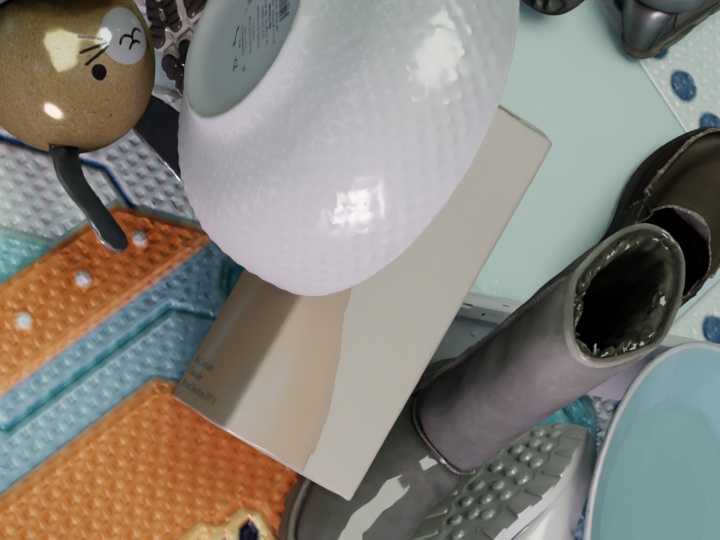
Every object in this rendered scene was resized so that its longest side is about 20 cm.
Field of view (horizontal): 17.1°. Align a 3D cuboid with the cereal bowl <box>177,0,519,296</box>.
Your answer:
[{"bbox_3d":[-0.022,-0.095,1.097,0.083,0.200,0.201,25,60,-30],"label":"cereal bowl"}]

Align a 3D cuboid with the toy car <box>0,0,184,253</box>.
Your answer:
[{"bbox_3d":[-0.132,-0.114,1.145,0.164,0.157,0.201,-40,111,-50],"label":"toy car"}]

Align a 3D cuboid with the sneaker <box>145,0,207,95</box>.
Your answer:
[{"bbox_3d":[-0.039,-0.102,1.255,0.200,0.077,0.085,57,33,-9],"label":"sneaker"}]

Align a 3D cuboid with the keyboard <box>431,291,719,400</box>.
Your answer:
[{"bbox_3d":[0.113,0.045,1.296,0.199,0.056,0.011,12,48,-27],"label":"keyboard"}]

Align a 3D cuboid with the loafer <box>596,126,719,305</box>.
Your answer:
[{"bbox_3d":[0.181,-0.015,1.360,0.073,0.071,0.200,47,54,-11],"label":"loafer"}]

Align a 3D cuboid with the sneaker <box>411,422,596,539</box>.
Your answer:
[{"bbox_3d":[0.069,0.161,1.228,0.081,0.076,0.200,55,53,-25],"label":"sneaker"}]

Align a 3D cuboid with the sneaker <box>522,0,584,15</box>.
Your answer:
[{"bbox_3d":[0.129,-0.246,1.406,0.098,0.071,0.201,11,84,-67],"label":"sneaker"}]

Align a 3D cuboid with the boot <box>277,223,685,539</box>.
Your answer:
[{"bbox_3d":[0.059,0.074,1.160,0.073,0.200,0.182,43,54,-16],"label":"boot"}]

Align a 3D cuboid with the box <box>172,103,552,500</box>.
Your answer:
[{"bbox_3d":[0.000,0.000,1.165,0.078,0.095,0.200,31,85,-22],"label":"box"}]

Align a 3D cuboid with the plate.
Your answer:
[{"bbox_3d":[0.167,0.137,1.289,0.200,0.026,0.201,-6,98,-52],"label":"plate"}]

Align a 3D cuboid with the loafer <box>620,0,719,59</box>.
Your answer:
[{"bbox_3d":[0.215,-0.195,1.470,0.072,0.063,0.200,34,46,19],"label":"loafer"}]
